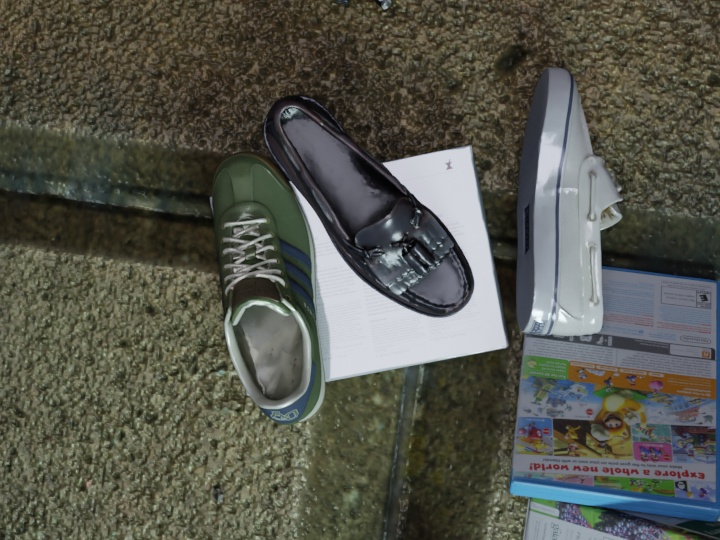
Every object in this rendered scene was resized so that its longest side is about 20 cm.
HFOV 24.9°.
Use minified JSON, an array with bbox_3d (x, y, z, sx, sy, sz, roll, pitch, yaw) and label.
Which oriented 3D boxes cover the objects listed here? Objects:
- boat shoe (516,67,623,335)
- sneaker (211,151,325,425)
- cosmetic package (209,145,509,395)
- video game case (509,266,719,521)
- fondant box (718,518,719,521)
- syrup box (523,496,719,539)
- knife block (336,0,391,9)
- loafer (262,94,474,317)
[{"bbox_3d":[0.154,-0.049,1.181,0.069,0.071,0.201,6,71,-8],"label":"boat shoe"},{"bbox_3d":[-0.066,0.011,1.150,0.067,0.090,0.201,-12,88,6],"label":"sneaker"},{"bbox_3d":[0.000,0.000,1.214,0.199,0.052,0.152,-10,91,5],"label":"cosmetic package"},{"bbox_3d":[0.184,0.080,1.155,0.142,0.018,0.201,8,50,4],"label":"video game case"},{"bbox_3d":[0.265,0.220,1.194,0.144,0.058,0.201,26,94,3],"label":"fondant box"},{"bbox_3d":[0.211,0.207,1.099,0.199,0.079,0.082,10,95,38],"label":"syrup box"},{"bbox_3d":[-0.022,-0.295,1.205,0.174,0.064,0.201,-2,90,4],"label":"knife block"},{"bbox_3d":[0.003,-0.043,1.155,0.072,0.063,0.200,-43,89,0],"label":"loafer"}]
